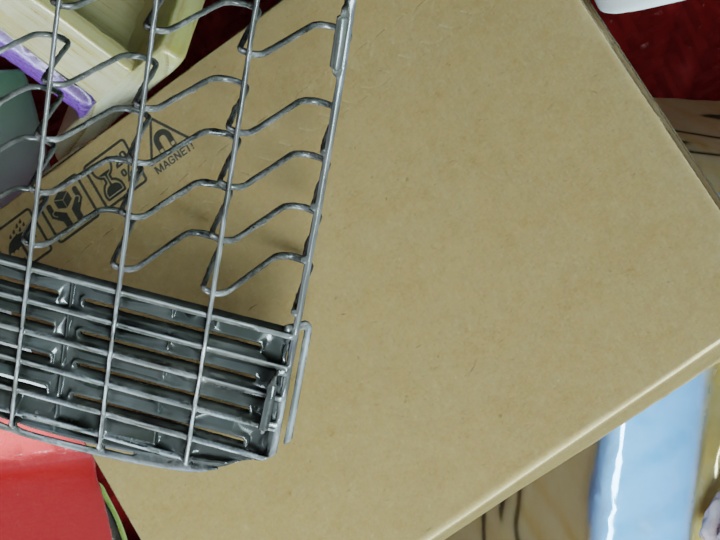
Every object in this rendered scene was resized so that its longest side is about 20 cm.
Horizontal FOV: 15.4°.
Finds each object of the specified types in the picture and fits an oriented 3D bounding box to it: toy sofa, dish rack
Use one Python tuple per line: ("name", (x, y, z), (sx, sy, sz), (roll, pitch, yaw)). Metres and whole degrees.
("toy sofa", (-0.147, -0.118, 0.822), (0.200, 0.083, 0.098), (36, 130, -21))
("dish rack", (-0.069, -0.044, 0.751), (0.153, 0.055, 0.200), (15, 114, 10))

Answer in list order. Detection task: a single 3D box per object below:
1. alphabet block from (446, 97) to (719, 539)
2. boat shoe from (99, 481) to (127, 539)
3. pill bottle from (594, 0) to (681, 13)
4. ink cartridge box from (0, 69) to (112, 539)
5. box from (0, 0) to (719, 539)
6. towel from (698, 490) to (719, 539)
("alphabet block", (0.134, 0.053, 0.906), (0.195, 0.200, 0.197), (4, 102, -18))
("boat shoe", (-0.115, 0.103, 0.918), (0.072, 0.061, 0.202), (-26, 109, -9))
("pill bottle", (0.075, -0.180, 0.746), (0.113, 0.113, 0.200), (-21, 100, -10))
("ink cartridge box", (-0.165, 0.030, 0.822), (0.161, 0.200, 0.050), (-8, 140, -15))
("box", (0.000, 0.000, 0.784), (0.200, 0.021, 0.164), (-35, 75, 12))
("towel", (0.229, 0.050, 0.810), (0.191, 0.032, 0.200), (34, 93, -21))
